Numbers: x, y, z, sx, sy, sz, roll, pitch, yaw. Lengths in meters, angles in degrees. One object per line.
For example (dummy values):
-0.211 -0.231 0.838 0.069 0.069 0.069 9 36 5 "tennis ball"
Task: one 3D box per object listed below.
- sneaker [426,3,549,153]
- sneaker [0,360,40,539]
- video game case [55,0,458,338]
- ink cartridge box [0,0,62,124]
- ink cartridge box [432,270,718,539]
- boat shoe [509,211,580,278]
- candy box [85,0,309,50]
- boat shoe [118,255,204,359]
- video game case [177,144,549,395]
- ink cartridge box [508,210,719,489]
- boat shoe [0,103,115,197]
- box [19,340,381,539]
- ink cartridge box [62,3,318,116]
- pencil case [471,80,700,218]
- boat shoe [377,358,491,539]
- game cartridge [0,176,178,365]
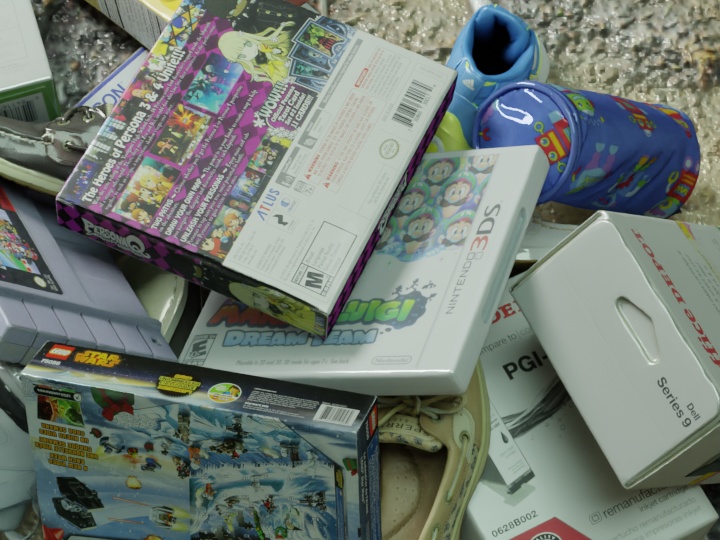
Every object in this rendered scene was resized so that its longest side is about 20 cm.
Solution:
0.098 -0.138 1.366 0.075 0.105 0.200 32 37 1 "sneaker"
-0.261 0.083 1.218 0.199 0.075 0.116 22 104 14 "sneaker"
-0.060 -0.076 1.240 0.180 0.036 0.201 22 59 9 "video game case"
-0.271 -0.166 1.367 0.103 0.060 0.201 -15 54 -8 "ink cartridge box"
0.106 0.113 1.278 0.146 0.083 0.201 -24 69 -18 "ink cartridge box"
0.083 -0.029 1.340 0.198 0.071 0.070 2 74 -20 "boat shoe"
-0.136 -0.222 1.400 0.115 0.056 0.200 -38 54 -21 "candy box"
-0.127 0.068 1.282 0.071 0.061 0.202 -20 48 30 "boat shoe"
0.000 0.000 1.236 0.199 0.024 0.183 -3 47 31 "video game case"
0.200 0.049 1.238 0.199 0.087 0.146 6 49 -57 "ink cartridge box"
-0.166 -0.074 1.285 0.199 0.072 0.066 21 99 -6 "boat shoe"
-0.086 0.120 1.134 0.198 0.138 0.040 9 32 17 "box"
-0.068 -0.089 1.382 0.200 0.047 0.198 39 65 15 "ink cartridge box"
0.150 -0.076 1.337 0.199 0.087 0.078 3 43 -55 "pencil case"
0.030 0.121 1.195 0.073 0.063 0.202 0 77 24 "boat shoe"
-0.202 -0.007 1.247 0.129 0.038 0.200 21 23 -43 "game cartridge"
